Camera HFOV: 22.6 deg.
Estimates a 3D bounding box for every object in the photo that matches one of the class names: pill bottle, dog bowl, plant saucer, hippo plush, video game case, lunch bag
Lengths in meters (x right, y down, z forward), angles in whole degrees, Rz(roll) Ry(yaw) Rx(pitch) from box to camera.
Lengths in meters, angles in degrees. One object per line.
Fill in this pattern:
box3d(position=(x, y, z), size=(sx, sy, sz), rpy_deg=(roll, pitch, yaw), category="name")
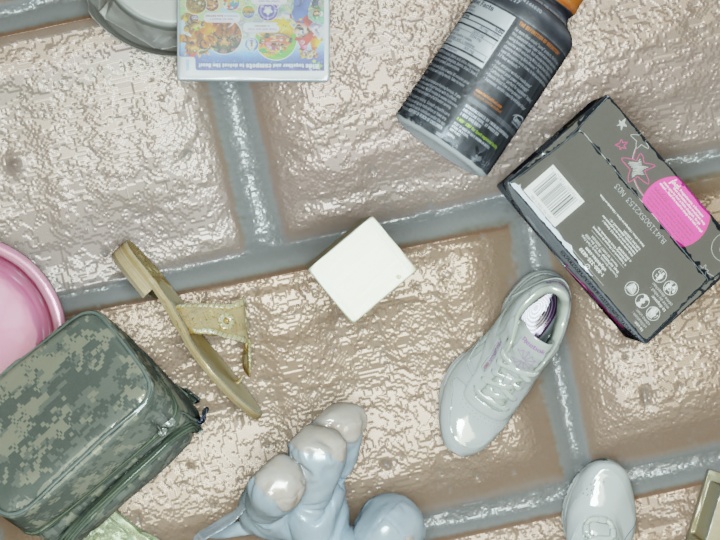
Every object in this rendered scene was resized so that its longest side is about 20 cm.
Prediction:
box3d(position=(0.130, -0.198, 1.704), size=(0.106, 0.106, 0.200), rpy_deg=(34, 90, -2), category="pill bottle")
box3d(position=(-0.177, -0.301, 1.714), size=(0.200, 0.059, 0.201), rpy_deg=(0, 91, -2), category="dog bowl")
box3d(position=(-0.378, 0.066, 1.718), size=(0.200, 0.051, 0.201), rpy_deg=(0, 92, -3), category="plant saucer")
box3d(position=(-0.031, 0.239, 1.673), size=(0.200, 0.159, 0.161), rpy_deg=(-44, 85, -2), category="hippo plush")
box3d(position=(-0.100, -0.277, 1.681), size=(0.143, 0.018, 0.200), rpy_deg=(0, 91, -3), category="video game case")
box3d(position=(-0.252, 0.155, 1.666), size=(0.200, 0.168, 0.139), rpy_deg=(-42, 61, -5), category="lunch bag")

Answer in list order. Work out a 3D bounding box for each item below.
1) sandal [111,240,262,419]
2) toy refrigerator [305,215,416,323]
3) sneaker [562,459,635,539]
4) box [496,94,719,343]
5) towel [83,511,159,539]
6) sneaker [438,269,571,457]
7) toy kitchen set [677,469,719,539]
box3d(position=(-0.143, 0.041, 1.713), size=(0.070, 0.078, 0.212), rpy_deg=(-41, 87, 5), category="sandal")
box3d(position=(0.000, 0.000, 1.656), size=(0.076, 0.200, 0.070), rpy_deg=(-40, 93, -2), category="toy refrigerator")
box3d(position=(0.227, 0.281, 1.719), size=(0.074, 0.087, 0.200), rpy_deg=(8, 90, -1), category="sneaker")
box3d(position=(0.242, -0.047, 1.708), size=(0.132, 0.115, 0.200), rpy_deg=(-41, 91, 0), category="box")
box3d(position=(-0.256, 0.338, 1.735), size=(0.148, 0.036, 0.200), rpy_deg=(36, 90, -2), category="towel")
box3d(position=(0.136, 0.087, 1.714), size=(0.075, 0.100, 0.200), rpy_deg=(29, 91, -5), category="sneaker")
box3d(position=(0.393, 0.316, 1.695), size=(0.180, 0.163, 0.200), rpy_deg=(17, 91, -2), category="toy kitchen set")
